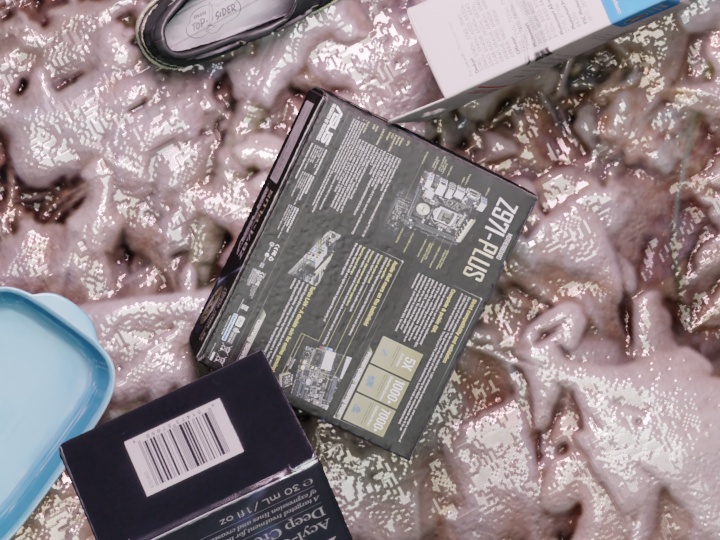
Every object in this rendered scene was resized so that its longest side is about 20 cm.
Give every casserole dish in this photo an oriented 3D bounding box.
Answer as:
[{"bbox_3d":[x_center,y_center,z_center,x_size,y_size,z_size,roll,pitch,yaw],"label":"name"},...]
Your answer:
[{"bbox_3d":[-0.253,0.101,1.704,0.121,0.039,0.200,36,90,-10],"label":"casserole dish"}]

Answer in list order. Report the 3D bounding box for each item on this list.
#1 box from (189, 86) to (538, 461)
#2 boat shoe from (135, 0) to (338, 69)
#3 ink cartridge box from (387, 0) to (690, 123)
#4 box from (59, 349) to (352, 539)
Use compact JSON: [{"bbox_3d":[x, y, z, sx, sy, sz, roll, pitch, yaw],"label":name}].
[{"bbox_3d":[0.000,0.000,1.702,0.164,0.086,0.200,25,93,-10],"label":"box"},{"bbox_3d":[-0.059,-0.197,1.682,0.199,0.066,0.075,-26,99,-4],"label":"boat shoe"},{"bbox_3d":[0.107,-0.166,1.663,0.200,0.116,0.068,-24,87,16],"label":"ink cartridge box"},{"bbox_3d":[-0.088,0.175,1.651,0.148,0.107,0.200,-26,139,-4],"label":"box"}]
